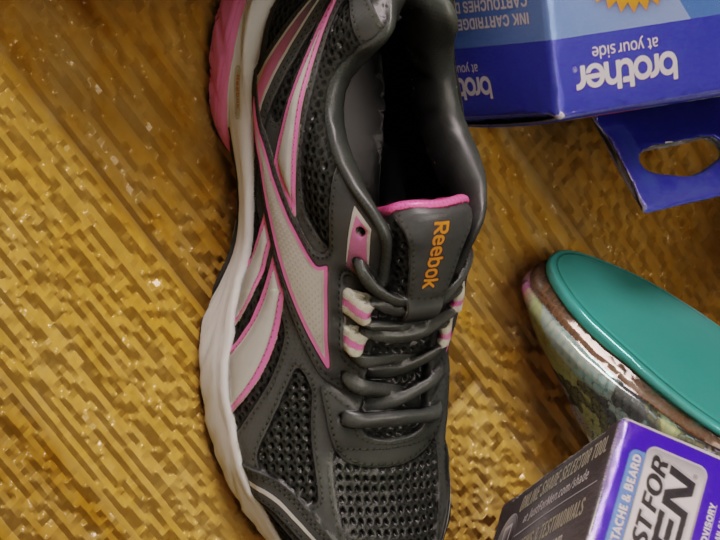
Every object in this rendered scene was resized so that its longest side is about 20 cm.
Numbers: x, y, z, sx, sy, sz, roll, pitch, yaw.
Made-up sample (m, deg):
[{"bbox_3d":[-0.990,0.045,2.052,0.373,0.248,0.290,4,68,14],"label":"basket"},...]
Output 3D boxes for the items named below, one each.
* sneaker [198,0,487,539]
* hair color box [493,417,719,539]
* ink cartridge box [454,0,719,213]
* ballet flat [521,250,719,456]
[{"bbox_3d":[0.000,0.000,0.836,0.080,0.086,0.201,-12,99,-30],"label":"sneaker"},{"bbox_3d":[0.144,0.123,0.877,0.199,0.109,0.065,24,66,-8],"label":"hair color box"},{"bbox_3d":[0.087,-0.122,0.897,0.136,0.076,0.201,-12,99,-32],"label":"ink cartridge box"},{"bbox_3d":[0.133,0.067,0.913,0.199,0.071,0.069,26,32,3],"label":"ballet flat"}]
